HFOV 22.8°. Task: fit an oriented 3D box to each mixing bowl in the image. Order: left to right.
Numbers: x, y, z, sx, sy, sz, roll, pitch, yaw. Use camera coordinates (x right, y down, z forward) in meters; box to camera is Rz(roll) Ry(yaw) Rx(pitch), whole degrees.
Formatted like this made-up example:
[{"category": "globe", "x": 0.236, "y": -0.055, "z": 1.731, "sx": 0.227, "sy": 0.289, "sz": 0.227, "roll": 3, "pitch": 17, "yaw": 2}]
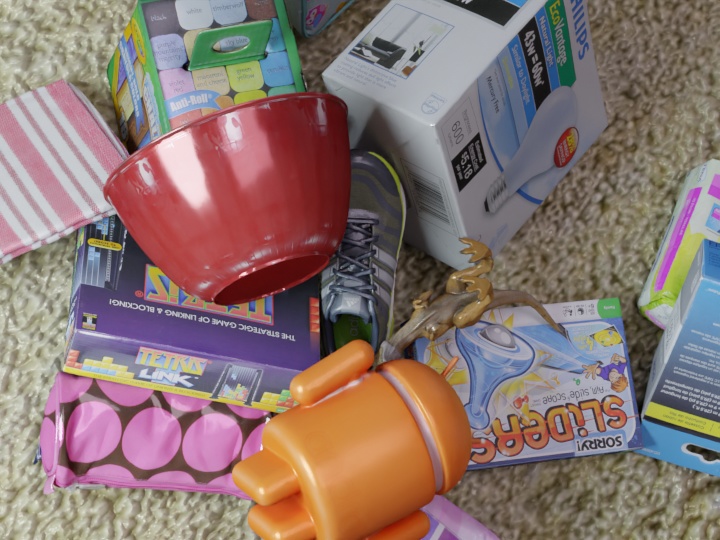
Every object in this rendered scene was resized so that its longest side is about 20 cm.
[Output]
[{"category": "mixing bowl", "x": -0.085, "y": -0.042, "z": 1.353, "sx": 0.198, "sy": 0.200, "sz": 0.109, "roll": -16, "pitch": 76, "yaw": -20}]

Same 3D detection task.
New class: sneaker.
[{"category": "sneaker", "x": 0.000, "y": 0.000, "z": 1.450, "sx": 0.073, "sy": 0.081, "sz": 0.202, "roll": 0, "pitch": 114, "yaw": 4}]

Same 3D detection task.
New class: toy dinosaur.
[{"category": "toy dinosaur", "x": 0.090, "y": 0.026, "z": 1.476, "sx": 0.198, "sy": 0.107, "sz": 0.061, "roll": -17, "pitch": 60, "yaw": -28}]

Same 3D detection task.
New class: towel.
[{"category": "towel", "x": -0.284, "y": -0.066, "z": 1.421, "sx": 0.199, "sy": 0.030, "sz": 0.147, "roll": -26, "pitch": 55, "yaw": -19}]

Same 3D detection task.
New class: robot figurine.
[{"category": "robot figurine", "x": 0.003, "y": 0.144, "z": 1.381, "sx": 0.199, "sy": 0.117, "sz": 0.145, "roll": -25, "pitch": 70, "yaw": -19}]

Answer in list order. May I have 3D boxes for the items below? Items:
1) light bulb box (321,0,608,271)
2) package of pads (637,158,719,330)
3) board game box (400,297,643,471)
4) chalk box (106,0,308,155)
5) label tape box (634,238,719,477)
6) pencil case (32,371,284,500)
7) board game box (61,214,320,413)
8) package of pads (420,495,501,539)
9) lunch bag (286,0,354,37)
[{"category": "light bulb box", "x": 0.094, "y": -0.142, "z": 1.488, "sx": 0.124, "sy": 0.199, "sz": 0.200, "roll": 28, "pitch": 65, "yaw": 32}, {"category": "package of pads", "x": 0.363, "y": 0.016, "z": 1.622, "sx": 0.199, "sy": 0.068, "sz": 0.156, "roll": 28, "pitch": 71, "yaw": -10}, {"category": "board game box", "x": 0.140, "y": 0.100, "z": 1.550, "sx": 0.198, "sy": 0.034, "sz": 0.137, "roll": -5, "pitch": 80, "yaw": -19}, {"category": "chalk box", "x": -0.119, "y": -0.149, "z": 1.433, "sx": 0.123, "sy": 0.200, "sz": 0.125, "roll": -11, "pitch": 81, "yaw": -19}, {"category": "label tape box", "x": 0.330, "y": 0.085, "z": 1.549, "sx": 0.142, "sy": 0.201, "sz": 0.066, "roll": 16, "pitch": 37, "yaw": 0}, {"category": "pencil case", "x": -0.156, "y": 0.136, "z": 1.419, "sx": 0.198, "sy": 0.091, "sz": 0.095, "roll": 5, "pitch": 68, "yaw": -19}, {"category": "board game box", "x": -0.132, "y": 0.020, "z": 1.431, "sx": 0.198, "sy": 0.057, "sz": 0.166, "roll": 11, "pitch": 44, "yaw": -15}, {"category": "package of pads", "x": 0.050, "y": 0.249, "z": 1.466, "sx": 0.199, "sy": 0.076, "sz": 0.121, "roll": 37, "pitch": 72, "yaw": -7}, {"category": "lunch bag", "x": -0.012, "y": -0.301, "z": 1.528, "sx": 0.077, "sy": 0.161, "sz": 0.200, "roll": 41, "pitch": 68, "yaw": 15}]
